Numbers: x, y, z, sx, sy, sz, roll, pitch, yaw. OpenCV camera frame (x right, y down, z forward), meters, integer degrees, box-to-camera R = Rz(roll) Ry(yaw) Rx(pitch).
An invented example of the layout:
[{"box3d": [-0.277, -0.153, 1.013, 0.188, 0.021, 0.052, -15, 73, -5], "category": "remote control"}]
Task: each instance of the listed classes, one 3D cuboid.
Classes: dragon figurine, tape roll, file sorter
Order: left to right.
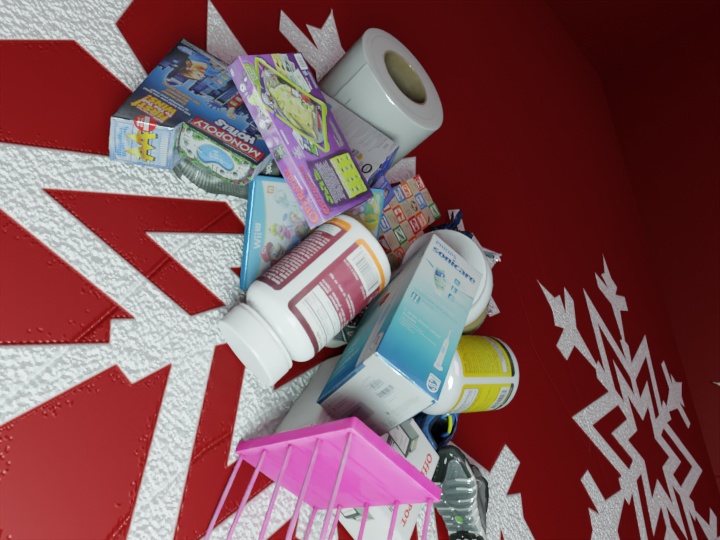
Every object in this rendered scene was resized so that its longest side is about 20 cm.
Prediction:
[{"box3d": [-0.044, 0.254, 0.570, 0.139, 0.198, 0.127, 43, 45, -24], "category": "file sorter"}, {"box3d": [0.032, -0.293, 0.991, 0.201, 0.138, 0.207, 29, 44, -33], "category": "tape roll"}, {"box3d": [0.182, -0.077, 1.102, 0.199, 0.098, 0.060, -35, 98, -52], "category": "dragon figurine"}]

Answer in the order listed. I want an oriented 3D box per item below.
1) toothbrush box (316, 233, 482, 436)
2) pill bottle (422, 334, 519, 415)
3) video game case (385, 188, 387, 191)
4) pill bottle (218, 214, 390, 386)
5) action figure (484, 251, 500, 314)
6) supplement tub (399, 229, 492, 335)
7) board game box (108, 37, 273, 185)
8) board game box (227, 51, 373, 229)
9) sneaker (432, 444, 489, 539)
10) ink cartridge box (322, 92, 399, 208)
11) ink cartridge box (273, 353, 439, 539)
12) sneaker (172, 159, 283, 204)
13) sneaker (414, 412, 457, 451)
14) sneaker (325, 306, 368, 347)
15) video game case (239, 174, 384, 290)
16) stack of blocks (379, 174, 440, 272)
[{"box3d": [0.049, 0.078, 0.667, 0.085, 0.147, 0.201, 37, 48, -5], "category": "toothbrush box"}, {"box3d": [0.134, 0.152, 0.832, 0.197, 0.112, 0.115, 8, 64, -39], "category": "pill bottle"}, {"box3d": [0.020, -0.106, 0.989, 0.142, 0.019, 0.204, -21, 86, -53], "category": "video game case"}, {"box3d": [-0.065, 0.035, 0.683, 0.199, 0.114, 0.115, -41, 103, -24], "category": "pill bottle"}, {"box3d": [0.190, 0.026, 1.084, 0.200, 0.145, 0.138, -52, 145, -67], "category": "action figure"}, {"box3d": [0.132, 0.026, 0.874, 0.200, 0.141, 0.148, 52, 24, -73], "category": "supplement tub"}, {"box3d": [-0.189, -0.173, 0.671, 0.197, 0.062, 0.201, 30, 44, 2], "category": "board game box"}, {"box3d": [-0.065, -0.160, 0.672, 0.120, 0.032, 0.203, -32, 96, -57], "category": "board game box"}, {"box3d": [0.154, 0.323, 0.865, 0.116, 0.073, 0.204, -56, 135, -58], "category": "sneaker"}, {"box3d": [-0.030, -0.174, 0.858, 0.198, 0.077, 0.137, 33, 42, 5], "category": "ink cartridge box"}, {"box3d": [0.003, 0.229, 0.731, 0.202, 0.083, 0.146, 55, 39, -14], "category": "ink cartridge box"}, {"box3d": [-0.149, -0.127, 0.738, 0.198, 0.089, 0.068, 24, 52, -41], "category": "sneaker"}, {"box3d": [0.132, 0.234, 0.892, 0.199, 0.078, 0.067, -30, 91, -54], "category": "sneaker"}, {"box3d": [-0.003, 0.072, 0.819, 0.198, 0.074, 0.083, 25, 52, -40], "category": "sneaker"}, {"box3d": [-0.060, -0.045, 0.756, 0.196, 0.018, 0.147, 1, 103, -33], "category": "video game case"}, {"box3d": [0.065, -0.080, 0.967, 0.199, 0.058, 0.117, -36, 99, -53], "category": "stack of blocks"}]
